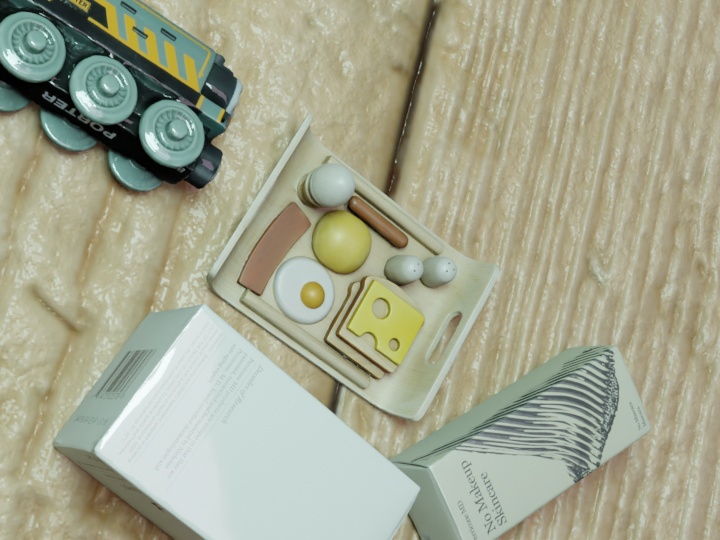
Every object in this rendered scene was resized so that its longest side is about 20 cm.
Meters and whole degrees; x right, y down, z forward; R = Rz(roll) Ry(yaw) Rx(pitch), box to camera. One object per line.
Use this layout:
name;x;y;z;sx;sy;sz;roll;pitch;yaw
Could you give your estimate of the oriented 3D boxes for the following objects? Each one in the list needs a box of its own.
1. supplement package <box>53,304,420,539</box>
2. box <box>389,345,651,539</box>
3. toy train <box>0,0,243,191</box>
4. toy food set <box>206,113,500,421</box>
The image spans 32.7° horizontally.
supplement package;-0.082;0.131;0.818;0.200;0.117;0.118;42;68;-17
box;0.126;0.136;0.954;0.199;0.068;0.083;-29;99;-27
toy train;-0.170;-0.138;0.821;0.199;0.085;0.114;31;63;-22
toy food set;0.000;0.000;0.905;0.200;0.060;0.144;37;70;-19
